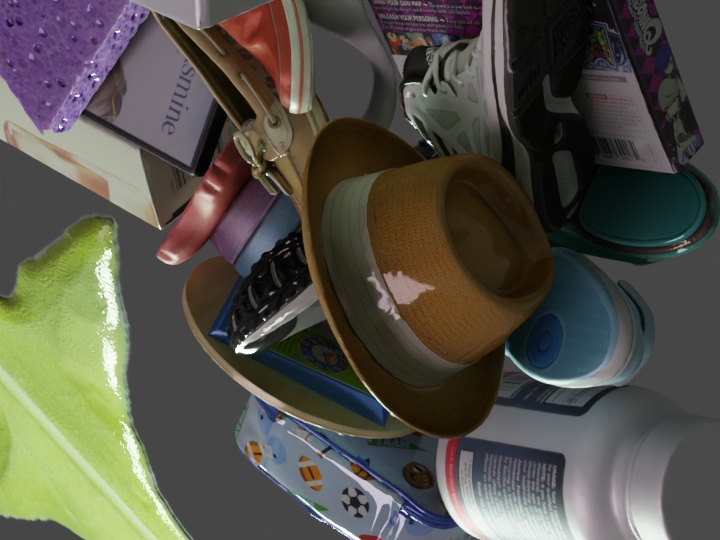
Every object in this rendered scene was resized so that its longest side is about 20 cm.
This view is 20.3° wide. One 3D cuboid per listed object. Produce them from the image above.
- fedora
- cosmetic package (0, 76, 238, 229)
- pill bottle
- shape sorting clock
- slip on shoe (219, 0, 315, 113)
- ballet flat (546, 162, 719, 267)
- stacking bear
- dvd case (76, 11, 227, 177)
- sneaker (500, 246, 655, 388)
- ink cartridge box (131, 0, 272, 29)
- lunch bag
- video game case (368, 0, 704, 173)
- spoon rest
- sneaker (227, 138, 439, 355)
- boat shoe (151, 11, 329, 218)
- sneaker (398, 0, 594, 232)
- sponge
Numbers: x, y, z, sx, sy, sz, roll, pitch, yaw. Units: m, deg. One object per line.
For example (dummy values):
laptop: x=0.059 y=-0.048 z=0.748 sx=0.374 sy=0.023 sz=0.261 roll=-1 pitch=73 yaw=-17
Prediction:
fedora: x=0.048 y=-0.006 z=1.091 sx=0.081 sy=0.201 sz=0.201 roll=-20 pitch=113 yaw=28
cosmetic package: x=-0.192 y=-0.125 z=1.491 sx=0.199 sy=0.103 sz=0.088 roll=30 pitch=147 yaw=31
pill bottle: x=0.155 y=0.133 z=1.322 sx=0.199 sy=0.120 sz=0.120 roll=5 pitch=131 yaw=52
shape sorting clock: x=-0.035 y=0.053 z=1.425 sx=0.200 sy=0.200 sz=0.039 roll=35 pitch=117 yaw=21
slip on shoe: x=-0.078 y=-0.172 z=1.221 sx=0.074 sy=0.061 sz=0.201 roll=95 pitch=151 yaw=-59
ballet flat: x=0.146 y=-0.036 z=1.196 sx=0.199 sy=0.068 sz=0.070 roll=13 pitch=161 yaw=46
stacking bear: x=-0.021 y=-0.011 z=1.395 sx=0.200 sy=0.114 sz=0.122 roll=36 pitch=135 yaw=-2
dvd case: x=-0.158 y=-0.168 z=1.386 sx=0.199 sy=0.018 sz=0.143 roll=28 pitch=104 yaw=31
sneaker: x=0.144 y=0.035 z=1.211 sx=0.130 sy=0.080 sz=0.200 roll=18 pitch=-175 yaw=-26
ink cartridge box: x=-0.063 y=-0.236 z=1.037 sx=0.145 sy=0.200 sz=0.145 roll=26 pitch=130 yaw=34
lunch bag: x=0.016 y=0.120 z=1.468 sx=0.200 sy=0.160 sz=0.076 roll=37 pitch=130 yaw=18
video game case: x=0.086 y=-0.145 z=1.151 sx=0.199 sy=0.036 sz=0.182 roll=11 pitch=135 yaw=48
spoon rest: x=-0.015 y=-0.155 z=1.257 sx=0.099 sy=0.060 sz=0.201 roll=-125 pitch=20 yaw=-50
sneaker: x=0.000 y=0.000 z=1.310 sx=0.079 sy=0.200 sz=0.074 roll=53 pitch=-173 yaw=-31
boat shoe: x=-0.068 y=-0.104 z=1.269 sx=0.201 sy=0.062 sz=0.073 roll=61 pitch=163 yaw=20
sneaker: x=0.062 y=-0.112 z=1.107 sx=0.115 sy=0.076 sz=0.201 roll=26 pitch=148 yaw=29
sponge: x=-0.190 y=-0.198 z=1.357 sx=0.112 sy=0.030 sz=0.200 roll=54 pitch=128 yaw=17
